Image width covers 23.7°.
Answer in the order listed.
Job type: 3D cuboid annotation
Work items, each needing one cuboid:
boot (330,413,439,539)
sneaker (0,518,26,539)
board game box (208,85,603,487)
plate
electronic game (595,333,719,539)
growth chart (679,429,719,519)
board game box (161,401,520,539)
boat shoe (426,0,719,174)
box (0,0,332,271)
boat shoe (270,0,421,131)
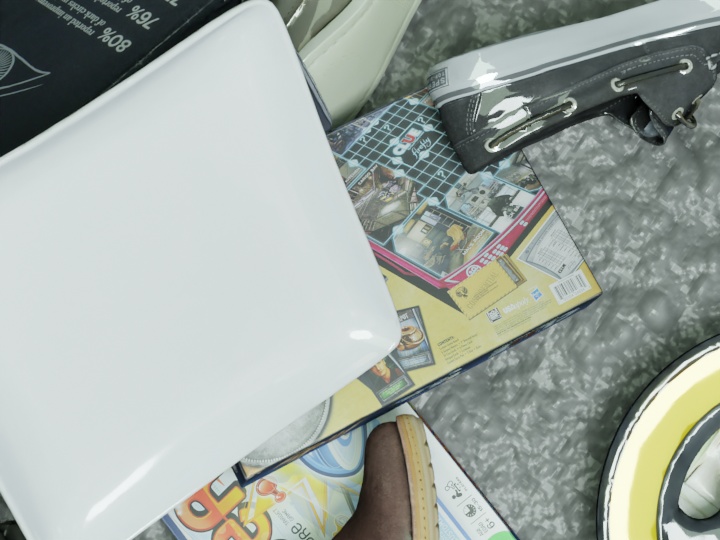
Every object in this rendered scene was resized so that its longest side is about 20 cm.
[{"bbox_3d":[-0.047,0.164,0.806,0.166,0.072,0.201,4,86,2],"label":"boot"},{"bbox_3d":[-0.141,0.168,0.767,0.200,0.076,0.116,-9,78,41],"label":"sneaker"},{"bbox_3d":[0.000,0.000,0.844,0.200,0.035,0.136,-26,81,-14],"label":"board game box"},{"bbox_3d":[-0.092,0.008,0.739,0.199,0.200,0.032,-34,38,-16],"label":"plate"},{"bbox_3d":[0.213,0.122,0.824,0.199,0.042,0.201,0,86,7],"label":"electronic game"},{"bbox_3d":[0.243,0.079,0.853,0.200,0.018,0.145,-40,82,1],"label":"growth chart"},{"bbox_3d":[-0.026,0.109,0.868,0.135,0.034,0.200,-40,83,1],"label":"board game box"},{"bbox_3d":[0.134,-0.092,0.839,0.199,0.070,0.066,-15,87,-13],"label":"boat shoe"},{"bbox_3d":[-0.141,-0.064,0.793,0.200,0.104,0.148,-42,45,-12],"label":"box"},{"bbox_3d":[-0.012,-0.136,0.871,0.060,0.072,0.202,37,95,25],"label":"boat shoe"}]
